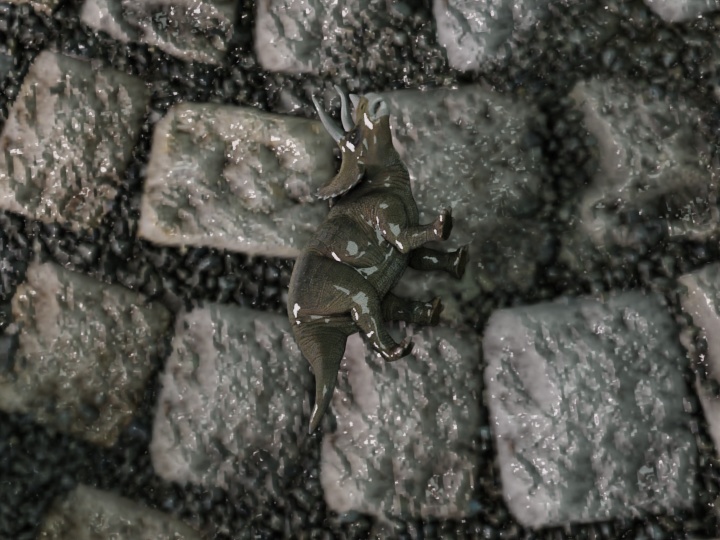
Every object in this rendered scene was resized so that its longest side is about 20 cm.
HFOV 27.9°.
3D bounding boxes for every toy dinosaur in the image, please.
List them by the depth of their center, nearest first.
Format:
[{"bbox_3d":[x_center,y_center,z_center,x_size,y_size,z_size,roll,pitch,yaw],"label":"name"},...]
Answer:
[{"bbox_3d":[0.000,0.000,0.865,0.101,0.077,0.202,17,84,24],"label":"toy dinosaur"}]
